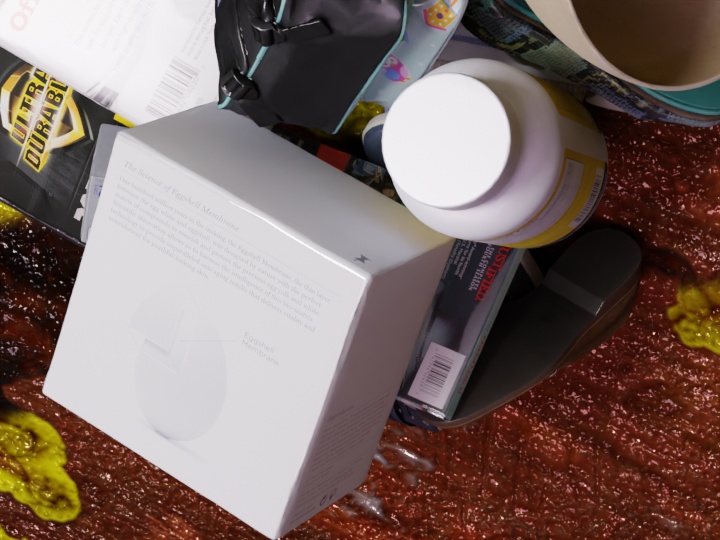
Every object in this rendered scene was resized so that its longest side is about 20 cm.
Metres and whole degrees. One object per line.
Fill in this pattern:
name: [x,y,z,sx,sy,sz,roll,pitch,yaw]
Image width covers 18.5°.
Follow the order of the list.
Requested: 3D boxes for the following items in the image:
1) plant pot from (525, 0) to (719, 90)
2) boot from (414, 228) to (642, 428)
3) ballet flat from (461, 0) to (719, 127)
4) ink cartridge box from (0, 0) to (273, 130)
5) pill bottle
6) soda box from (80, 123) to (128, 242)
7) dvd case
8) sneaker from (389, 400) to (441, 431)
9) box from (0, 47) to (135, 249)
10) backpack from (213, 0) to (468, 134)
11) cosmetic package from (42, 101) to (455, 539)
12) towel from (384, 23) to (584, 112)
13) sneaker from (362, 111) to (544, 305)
plant pot: [0.161,-0.220,1.353,0.134,0.200,0.201,23,138,53]
boot: [0.122,0.058,1.544,0.074,0.200,0.076,41,157,33]
ballet flat: [0.151,-0.145,1.455,0.200,0.074,0.074,29,130,-17]
ink cartridge box: [-0.134,-0.177,1.519,0.200,0.086,0.147,31,101,3]
pill bottle: [0.082,-0.073,1.386,0.112,0.200,0.112,-1,87,19]
soda box: [-0.098,-0.047,1.600,0.200,0.068,0.064,9,128,-7]
dvd case: [0.000,0.000,1.515,0.200,0.022,0.146,22,84,20]
sneaker: [-0.009,0.058,1.593,0.146,0.077,0.202,12,173,42]
box: [-0.217,-0.123,1.647,0.160,0.049,0.200,29,128,0]
backpack: [-0.010,-0.205,1.382,0.153,0.200,0.176,4,155,-14]
cosmetic package: [-0.074,0.027,1.434,0.199,0.123,0.200,30,119,20]
towel: [0.086,-0.165,1.508,0.147,0.024,0.200,11,127,13]
sneaker: [0.061,-0.020,1.561,0.075,0.085,0.200,-19,119,40]
